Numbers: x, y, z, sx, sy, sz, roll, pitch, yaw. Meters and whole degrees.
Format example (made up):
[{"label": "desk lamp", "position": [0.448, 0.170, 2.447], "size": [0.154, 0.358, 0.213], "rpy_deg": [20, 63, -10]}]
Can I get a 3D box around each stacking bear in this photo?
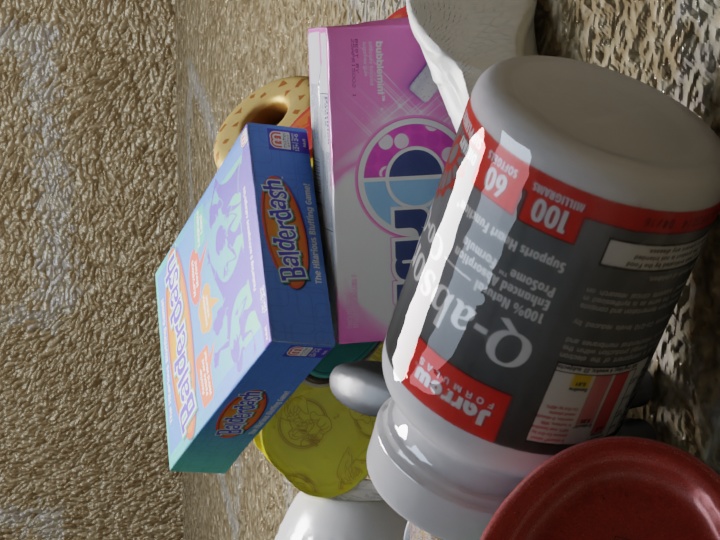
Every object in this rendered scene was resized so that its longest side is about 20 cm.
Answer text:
[{"label": "stacking bear", "position": [0.109, 0.171, 0.733], "size": [0.201, 0.121, 0.114], "rpy_deg": [88, -161, -54]}]

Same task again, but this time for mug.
[{"label": "mug", "position": [0.014, 0.244, 1.148], "size": [0.200, 0.147, 0.177], "rpy_deg": [4, 94, 60]}]

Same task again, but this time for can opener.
[{"label": "can opener", "position": [0.065, 0.074, 0.853], "size": [0.199, 0.066, 0.053], "rpy_deg": [-2, 93, 48]}]

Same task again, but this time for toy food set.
[{"label": "toy food set", "position": [-0.020, -0.104, 1.153], "size": [0.049, 0.198, 0.200], "rpy_deg": [46, -163, -26]}]

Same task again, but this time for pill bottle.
[{"label": "pill bottle", "position": [0.075, 0.018, 0.728], "size": [0.116, 0.115, 0.201], "rpy_deg": [-111, 34, -55]}]

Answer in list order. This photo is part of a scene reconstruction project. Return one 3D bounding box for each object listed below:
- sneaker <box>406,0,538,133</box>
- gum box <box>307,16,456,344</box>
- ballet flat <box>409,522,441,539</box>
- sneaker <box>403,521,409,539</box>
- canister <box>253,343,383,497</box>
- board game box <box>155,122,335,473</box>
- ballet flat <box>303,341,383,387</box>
[{"label": "sneaker", "position": [0.072, -0.100, 0.931], "size": [0.089, 0.075, 0.201], "rpy_deg": [83, 175, -55]}, {"label": "gum box", "position": [0.031, -0.062, 1.012], "size": [0.066, 0.113, 0.202], "rpy_deg": [-150, 57, -76]}, {"label": "ballet flat", "position": [0.058, 0.178, 0.897], "size": [0.201, 0.068, 0.068], "rpy_deg": [85, -172, -48]}, {"label": "sneaker", "position": [0.076, 0.121, 0.970], "size": [0.071, 0.073, 0.201], "rpy_deg": [-39, -34, -54]}, {"label": "canister", "position": [-0.017, 0.075, 1.220], "size": [0.087, 0.149, 0.200], "rpy_deg": [46, 179, -13]}, {"label": "board game box", "position": [-0.080, 0.023, 1.064], "size": [0.200, 0.045, 0.153], "rpy_deg": [128, 140, -52]}, {"label": "ballet flat", "position": [0.000, 0.000, 1.107], "size": [0.200, 0.069, 0.070], "rpy_deg": [-56, -7, -28]}]
